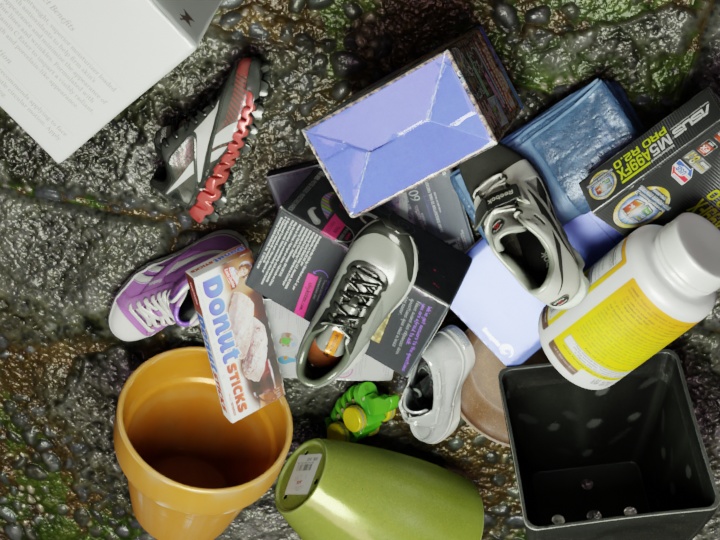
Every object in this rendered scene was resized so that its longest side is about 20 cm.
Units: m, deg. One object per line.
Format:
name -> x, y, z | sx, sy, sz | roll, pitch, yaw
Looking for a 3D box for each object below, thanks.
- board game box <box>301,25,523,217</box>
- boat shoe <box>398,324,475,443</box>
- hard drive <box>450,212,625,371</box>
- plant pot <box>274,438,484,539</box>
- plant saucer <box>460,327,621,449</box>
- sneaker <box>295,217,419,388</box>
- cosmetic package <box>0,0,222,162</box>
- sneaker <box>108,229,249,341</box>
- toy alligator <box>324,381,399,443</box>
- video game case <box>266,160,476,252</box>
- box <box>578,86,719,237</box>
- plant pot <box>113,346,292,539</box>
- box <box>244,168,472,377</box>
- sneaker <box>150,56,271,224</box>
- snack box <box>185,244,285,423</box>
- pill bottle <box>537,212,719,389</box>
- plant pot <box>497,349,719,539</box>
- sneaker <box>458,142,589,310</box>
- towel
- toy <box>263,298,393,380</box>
board game box -> 0.056, -0.148, 1.314 | 0.159, 0.200, 0.097 | -26, 98, 20
boat shoe -> 0.076, 0.141, 1.526 | 0.072, 0.068, 0.200 | 52, 151, 20
hard drive -> 0.192, -0.002, 1.462 | 0.132, 0.025, 0.200 | 46, 108, -4
plant pot -> 0.006, 0.277, 1.556 | 0.200, 0.187, 0.187 | 33, 119, -26
plant saucer -> 0.199, 0.115, 1.551 | 0.200, 0.037, 0.201 | 3, 121, 5
sneaker -> -0.004, 0.038, 1.326 | 0.074, 0.079, 0.200 | 30, 119, 4
cosmetic package -> -0.265, -0.249, 1.324 | 0.200, 0.165, 0.165 | -34, 111, 23
sneaker -> -0.217, 0.035, 1.511 | 0.200, 0.114, 0.073 | -35, 112, 24
toy alligator -> -0.018, 0.181, 1.607 | 0.054, 0.059, 0.200 | 60, 138, 17
video game case -> 0.013, -0.065, 1.481 | 0.199, 0.019, 0.143 | -13, 117, 13
box -> 0.339, -0.082, 1.366 | 0.160, 0.044, 0.200 | -37, 139, 23
plant pot -> -0.195, 0.223, 1.582 | 0.200, 0.200, 0.183 | 18, 136, -3
box -> 0.000, 0.000, 1.422 | 0.200, 0.122, 0.106 | 30, 120, 2
sneaker -> -0.162, -0.145, 1.425 | 0.098, 0.071, 0.201 | 24, 121, -9
snack box -> -0.134, 0.071, 1.474 | 0.072, 0.024, 0.200 | -26, 127, -22
pill bottle -> 0.277, 0.029, 1.357 | 0.109, 0.109, 0.200 | 34, 133, -13
plant pot -> 0.263, 0.226, 1.484 | 0.199, 0.200, 0.178 | -7, 141, 1
sneaker -> 0.151, -0.054, 1.338 | 0.074, 0.088, 0.200 | -41, 66, 22
towel -> 0.200, -0.104, 1.397 | 0.200, 0.049, 0.112 | -32, 85, 19
toy -> -0.058, 0.068, 1.543 | 0.199, 0.047, 0.115 | 0, 129, -9
